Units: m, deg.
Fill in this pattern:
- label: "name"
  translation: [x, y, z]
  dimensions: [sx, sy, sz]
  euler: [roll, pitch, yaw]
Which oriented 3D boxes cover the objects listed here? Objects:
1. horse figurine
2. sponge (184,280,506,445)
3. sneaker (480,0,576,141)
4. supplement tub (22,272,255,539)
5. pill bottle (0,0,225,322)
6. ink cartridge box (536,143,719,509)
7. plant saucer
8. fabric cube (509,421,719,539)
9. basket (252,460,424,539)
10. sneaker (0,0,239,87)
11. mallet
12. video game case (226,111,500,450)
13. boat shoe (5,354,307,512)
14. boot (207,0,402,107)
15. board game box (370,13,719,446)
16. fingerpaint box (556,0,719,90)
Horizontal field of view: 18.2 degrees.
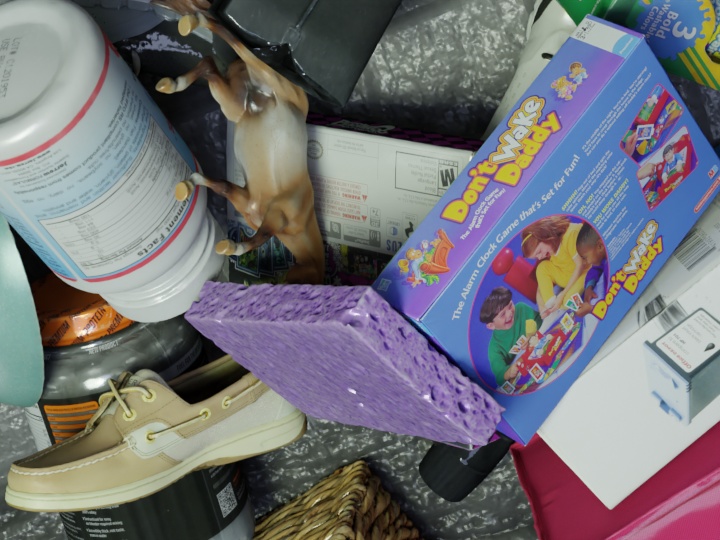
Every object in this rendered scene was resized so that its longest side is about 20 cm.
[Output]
- label: "horse figurine"
  translation: [-0.065, -0.077, 1.309]
  dimensions: [0.050, 0.132, 0.200]
  euler: [-17, 80, 30]
- label: "sponge"
  translation: [-0.012, 0.050, 1.263]
  dimensions: [0.112, 0.200, 0.030]
  euler: [41, 72, -24]
- label: "sneaker"
  translation: [0.118, -0.096, 1.358]
  dimensions: [0.074, 0.080, 0.200]
  euler: [22, 112, -2]
- label: "supplement tub"
  translation: [-0.148, 0.098, 1.445]
  dimensions: [0.122, 0.123, 0.200]
  euler: [-11, 111, 10]
- label: "pill bottle"
  translation: [-0.155, -0.057, 1.292]
  dimensions: [0.109, 0.109, 0.200]
  euler: [-19, 141, 13]
- label: "ink cartridge box"
  translation: [0.184, 0.029, 1.343]
  dimensions: [0.200, 0.146, 0.086]
  euler: [-41, 107, 5]
- label: "plant saucer"
  translation: [-0.252, -0.004, 1.378]
  dimensions: [0.036, 0.200, 0.200]
  euler: [-22, 114, -24]
- label: "fabric cube"
  translation: [0.233, 0.170, 1.383]
  dimensions: [0.196, 0.200, 0.200]
  euler: [-32, 108, 8]
- label: "basket"
  translation: [-0.038, 0.250, 1.487]
  dimensions: [0.200, 0.143, 0.149]
  euler: [-32, 106, 18]
- label: "sneaker"
  translation: [-0.181, -0.118, 1.353]
  dimensions: [0.200, 0.116, 0.075]
  euler: [18, 155, 5]
- label: "mallet"
  translation: [0.016, 0.064, 1.462]
  dimensions: [0.066, 0.041, 0.200]
  euler: [-42, 99, 20]
- label: "video game case"
  translation: [0.000, 0.000, 1.364]
  dimensions: [0.200, 0.036, 0.182]
  euler: [12, 109, 40]
- label: "boat shoe"
  translation: [-0.125, 0.090, 1.348]
  dimensions: [0.200, 0.074, 0.067]
  euler: [-18, 107, -35]
- label: "boot"
  translation: [0.032, -0.179, 1.283]
  dimensions: [0.165, 0.066, 0.200]
  euler: [33, 76, -4]
- label: "board game box"
  translation: [0.108, -0.022, 1.246]
  dimensions: [0.200, 0.045, 0.134]
  euler: [-51, 135, -11]
- label: "fingerpaint box"
  translation: [0.232, -0.201, 1.275]
  dimensions: [0.167, 0.073, 0.200]
  euler: [17, 115, -26]
